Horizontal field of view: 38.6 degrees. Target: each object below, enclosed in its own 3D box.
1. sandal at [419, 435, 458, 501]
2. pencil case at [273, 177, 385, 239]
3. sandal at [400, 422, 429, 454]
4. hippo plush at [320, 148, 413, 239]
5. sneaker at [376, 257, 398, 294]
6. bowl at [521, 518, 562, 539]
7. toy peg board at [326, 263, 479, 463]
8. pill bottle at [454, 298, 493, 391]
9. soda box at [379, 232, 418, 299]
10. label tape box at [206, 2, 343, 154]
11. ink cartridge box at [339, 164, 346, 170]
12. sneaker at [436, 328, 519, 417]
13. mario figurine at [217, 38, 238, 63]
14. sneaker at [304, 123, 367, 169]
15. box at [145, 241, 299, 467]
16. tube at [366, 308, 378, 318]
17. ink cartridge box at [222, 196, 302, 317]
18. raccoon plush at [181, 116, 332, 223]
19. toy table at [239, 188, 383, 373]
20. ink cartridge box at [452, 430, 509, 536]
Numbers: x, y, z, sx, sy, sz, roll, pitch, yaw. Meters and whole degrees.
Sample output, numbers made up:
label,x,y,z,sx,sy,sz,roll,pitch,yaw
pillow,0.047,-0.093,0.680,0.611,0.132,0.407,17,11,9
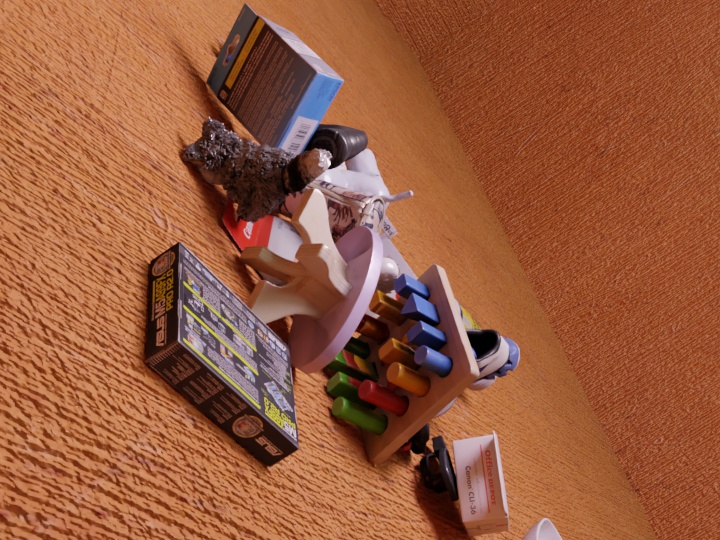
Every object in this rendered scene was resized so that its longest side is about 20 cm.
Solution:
label,x,y,z,sx,sy,sz,roll,pitch,yaw
sandal,0.114,0.295,1.512,0.200,0.047,0.077,-2,75,-89
pencil case,-0.053,-0.097,1.484,0.198,0.078,0.090,24,-16,30
sandal,0.066,0.217,1.436,0.200,0.044,0.076,89,-11,-76
hippo plush,-0.045,-0.117,1.683,0.159,0.161,0.200,10,26,-30
sneaker,0.000,0.000,1.480,0.075,0.200,0.082,8,77,-20
bowl,0.312,0.517,1.663,0.202,0.074,0.200,61,16,7
toy peg board,0.035,0.108,1.360,0.097,0.199,0.202,27,31,-33
pill bottle,0.175,0.137,1.879,0.200,0.111,0.113,45,20,-41
soda box,0.071,0.035,1.744,0.201,0.063,0.068,56,-3,33
label tape box,-0.132,-0.280,1.523,0.066,0.144,0.200,5,35,-49
ink cartridge box,-0.004,-0.118,1.920,0.201,0.048,0.145,56,14,-1
sneaker,0.145,0.145,1.601,0.115,0.198,0.081,50,11,-54
mario figurine,-0.142,-0.321,1.742,0.200,0.106,0.124,48,51,-10
sneaker,-0.073,-0.192,1.574,0.090,0.198,0.077,-20,116,-46
box,-0.144,0.088,1.082,0.200,0.044,0.161,48,19,-35
tube,0.031,0.065,1.682,0.200,0.051,0.059,31,67,-74
ink cartridge box,-0.107,-0.033,1.421,0.201,0.050,0.163,56,14,-22
raccoon plush,-0.134,-0.156,1.324,0.134,0.199,0.097,44,41,-18
toy table,-0.063,0.010,1.275,0.117,0.182,0.202,37,57,-31
ink cartridge box,0.173,0.308,1.476,0.200,0.066,0.118,70,13,-67
